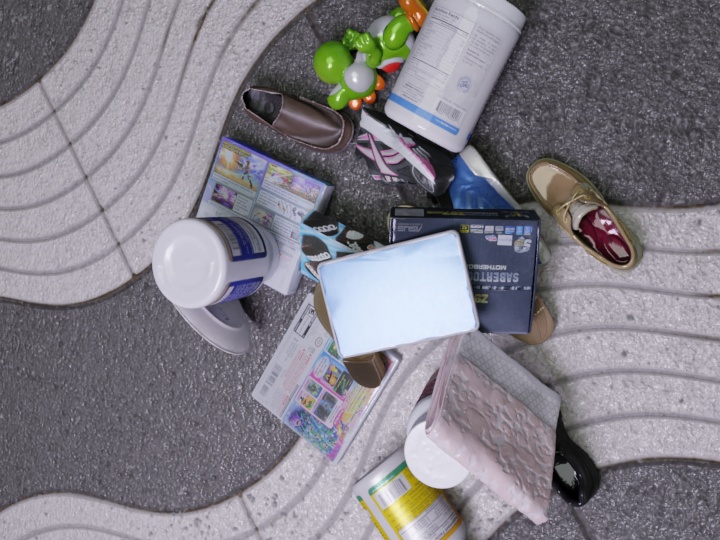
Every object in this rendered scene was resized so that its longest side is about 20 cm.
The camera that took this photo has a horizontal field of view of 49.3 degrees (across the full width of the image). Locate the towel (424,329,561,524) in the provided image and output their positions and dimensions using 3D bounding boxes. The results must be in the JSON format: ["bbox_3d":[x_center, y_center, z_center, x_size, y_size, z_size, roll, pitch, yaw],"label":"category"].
[{"bbox_3d":[0.175,0.185,0.991,0.199,0.193,0.032,39,134,-15],"label":"towel"}]

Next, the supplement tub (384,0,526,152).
[{"bbox_3d":[0.128,-0.280,1.083,0.130,0.132,0.203,30,102,16],"label":"supplement tub"}]

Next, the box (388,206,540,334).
[{"bbox_3d":[0.133,0.001,1.043,0.195,0.051,0.162,2,111,3],"label":"box"}]

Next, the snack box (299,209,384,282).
[{"bbox_3d":[0.000,0.000,1.161,0.197,0.037,0.117,27,145,17],"label":"snack box"}]

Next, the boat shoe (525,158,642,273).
[{"bbox_3d":[0.303,-0.079,1.064,0.200,0.066,0.074,44,106,13],"label":"boat shoe"}]

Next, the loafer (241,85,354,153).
[{"bbox_3d":[-0.104,-0.231,1.202,0.196,0.071,0.075,19,100,18],"label":"loafer"}]

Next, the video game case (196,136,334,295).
[{"bbox_3d":[-0.159,-0.088,1.245,0.197,0.045,0.185,26,103,17],"label":"video game case"}]

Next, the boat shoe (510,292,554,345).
[{"bbox_3d":[0.192,0.024,1.111,0.198,0.065,0.072,37,108,-6],"label":"boat shoe"}]

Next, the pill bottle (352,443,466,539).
[{"bbox_3d":[0.085,0.368,1.146,0.112,0.112,0.202,-40,80,17],"label":"pill bottle"}]

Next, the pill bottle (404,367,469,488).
[{"bbox_3d":[0.123,0.208,1.069,0.107,0.200,0.113,4,104,15],"label":"pill bottle"}]

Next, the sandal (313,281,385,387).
[{"bbox_3d":[-0.006,0.071,1.139,0.076,0.070,0.215,1,130,28],"label":"sandal"}]

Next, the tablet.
[{"bbox_3d":[0.047,0.033,1.016,0.195,0.014,0.133,-13,95,17],"label":"tablet"}]

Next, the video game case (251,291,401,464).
[{"bbox_3d":[-0.057,0.169,1.234,0.180,0.024,0.203,35,103,15],"label":"video game case"}]

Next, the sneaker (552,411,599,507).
[{"bbox_3d":[0.258,0.236,1.087,0.076,0.090,0.201,-43,78,18],"label":"sneaker"}]

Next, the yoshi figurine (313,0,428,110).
[{"bbox_3d":[0.005,-0.332,1.146,0.200,0.112,0.113,-45,63,19],"label":"yoshi figurine"}]

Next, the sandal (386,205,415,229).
[{"bbox_3d":[0.103,-0.008,1.140,0.077,0.069,0.214,-36,81,18],"label":"sandal"}]

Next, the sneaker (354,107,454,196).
[{"bbox_3d":[0.058,-0.153,1.134,0.200,0.079,0.088,49,126,44],"label":"sneaker"}]

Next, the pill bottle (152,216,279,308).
[{"bbox_3d":[-0.198,-0.016,1.134,0.117,0.199,0.123,1,94,19],"label":"pill bottle"}]

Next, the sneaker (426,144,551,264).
[{"bbox_3d":[0.173,-0.067,1.105,0.111,0.077,0.202,-39,76,12],"label":"sneaker"}]

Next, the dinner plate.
[{"bbox_3d":[-0.230,0.040,1.197,0.024,0.200,0.202,-37,81,14],"label":"dinner plate"}]
